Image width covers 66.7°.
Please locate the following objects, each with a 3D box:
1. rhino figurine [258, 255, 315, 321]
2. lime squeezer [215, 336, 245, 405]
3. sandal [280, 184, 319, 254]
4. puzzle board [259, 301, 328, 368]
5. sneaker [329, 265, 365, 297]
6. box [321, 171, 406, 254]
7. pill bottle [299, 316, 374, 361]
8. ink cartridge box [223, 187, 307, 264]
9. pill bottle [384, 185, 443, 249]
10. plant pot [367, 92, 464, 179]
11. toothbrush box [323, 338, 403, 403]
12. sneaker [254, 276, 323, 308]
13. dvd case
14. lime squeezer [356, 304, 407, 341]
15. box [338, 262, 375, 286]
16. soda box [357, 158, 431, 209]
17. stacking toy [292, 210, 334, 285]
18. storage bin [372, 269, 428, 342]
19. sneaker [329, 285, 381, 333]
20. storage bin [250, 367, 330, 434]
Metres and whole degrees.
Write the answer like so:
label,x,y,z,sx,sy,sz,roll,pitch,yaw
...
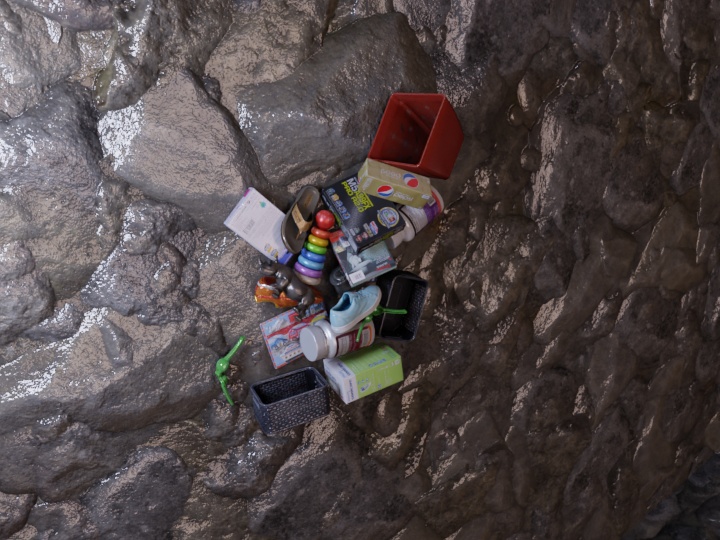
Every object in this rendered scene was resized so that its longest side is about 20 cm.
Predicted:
label,x,y,z,sx,sy,sz,roll,pitch,yaw
rhino figurine,-0.198,0.034,1.442,0.200,0.060,0.088,47,57,-12
lime squeezer,-0.367,0.279,1.502,0.070,0.037,0.203,-8,112,-59
sandal,-0.151,-0.141,1.453,0.081,0.054,0.202,38,64,-31
puzzle board,-0.179,0.180,1.587,0.198,0.017,0.153,-24,114,-20
sneaker,0.000,0.000,1.570,0.199,0.076,0.091,-34,136,-17
box,0.007,-0.166,1.501,0.159,0.044,0.202,-27,74,-17
pill bottle,-0.067,0.187,1.575,0.198,0.114,0.116,-13,111,-34
ink cartridge box,-0.248,-0.111,1.451,0.199,0.042,0.120,39,83,-29
pill bottle,0.140,-0.156,1.594,0.200,0.111,0.112,-41,119,-19
plant pot,0.172,-0.354,1.520,0.175,0.198,0.203,24,87,-45
toothbrush box,0.008,0.297,1.646,0.198,0.145,0.087,-17,112,-24
sneaker,-0.200,0.068,1.523,0.197,0.073,0.078,11,116,-24
dvd case,-0.005,-0.069,1.528,0.144,0.022,0.202,-23,73,-16
lime squeezer,0.040,0.138,1.565,0.199,0.038,0.071,-26,74,-37
box,-0.005,-0.051,1.605,0.119,0.032,0.203,-3,105,-27
soda box,0.093,-0.235,1.491,0.197,0.064,0.069,14,53,-21
stacking toy,-0.119,-0.066,1.495,0.084,0.085,0.203,13,104,-30
storage bin,0.111,0.105,1.676,0.133,0.094,0.203,10,99,-29
sneaker,-0.010,0.087,1.525,0.200,0.073,0.083,-43,136,-38
storage bin,-0.197,0.365,1.549,0.197,0.135,0.095,-14,111,-24
